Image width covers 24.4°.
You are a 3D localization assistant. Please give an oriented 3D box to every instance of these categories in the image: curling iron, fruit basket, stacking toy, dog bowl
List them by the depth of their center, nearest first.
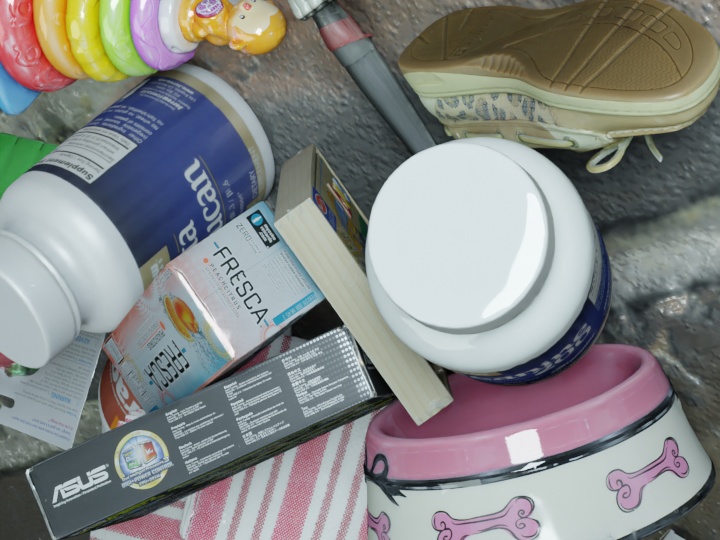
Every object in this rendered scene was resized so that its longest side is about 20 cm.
[{"bbox_3d":[0.090,0.100,0.917,0.199,0.199,0.075,-7,101,50],"label":"dog bowl"},{"bbox_3d":[-0.010,-0.130,0.935,0.200,0.026,0.050,49,168,-11],"label":"curling iron"},{"bbox_3d":[-0.132,-0.154,0.991,0.198,0.116,0.111,11,136,26],"label":"stacking toy"},{"bbox_3d":[-0.230,0.010,1.185,0.184,0.093,0.203,13,90,39],"label":"fruit basket"}]

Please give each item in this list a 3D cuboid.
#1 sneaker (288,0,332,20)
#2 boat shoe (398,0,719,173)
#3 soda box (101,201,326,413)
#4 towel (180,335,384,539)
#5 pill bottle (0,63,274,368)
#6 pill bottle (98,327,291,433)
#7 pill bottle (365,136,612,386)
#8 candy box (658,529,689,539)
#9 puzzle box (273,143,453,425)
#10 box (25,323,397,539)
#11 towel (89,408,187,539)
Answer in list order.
[{"bbox_3d":[-0.004,-0.198,0.810,0.090,0.078,0.200,53,146,-4],"label":"sneaker"},{"bbox_3d":[0.102,-0.090,0.816,0.199,0.073,0.063,17,144,53],"label":"boat shoe"},{"bbox_3d":[-0.088,0.030,0.944,0.064,0.068,0.200,55,156,1],"label":"soda box"},{"bbox_3d":[-0.005,0.131,1.055,0.198,0.148,0.030,16,176,11],"label":"towel"},{"bbox_3d":[-0.154,-0.032,1.033,0.110,0.200,0.112,29,143,24],"label":"pill bottle"},{"bbox_3d":[-0.127,0.078,1.196,0.112,0.112,0.200,43,146,6],"label":"pill bottle"},{"bbox_3d":[0.064,-0.003,0.821,0.111,0.111,0.200,36,-178,15],"label":"pill bottle"},{"bbox_3d":[0.249,0.265,1.017,0.199,0.061,0.137,31,143,23],"label":"candy box"},{"bbox_3d":[0.000,0.000,0.945,0.134,0.025,0.200,54,-173,-12],"label":"puzzle box"},{"bbox_3d":[-0.073,0.091,0.964,0.045,0.198,0.160,66,-171,8],"label":"box"},{"bbox_3d":[-0.112,0.204,1.104,0.145,0.203,0.030,12,177,12],"label":"towel"}]
